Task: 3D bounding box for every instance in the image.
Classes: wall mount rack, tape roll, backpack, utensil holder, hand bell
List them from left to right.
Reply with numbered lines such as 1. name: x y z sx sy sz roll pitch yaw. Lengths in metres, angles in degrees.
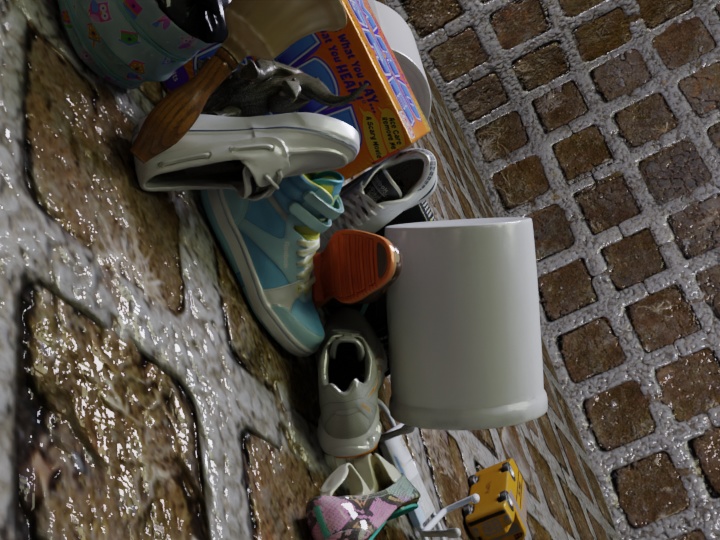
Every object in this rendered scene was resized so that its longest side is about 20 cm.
1. backpack: -0.194 -0.262 0.830 0.166 0.126 0.202 10 57 -57
2. hand bell: -0.114 -0.166 0.776 0.104 0.200 0.104 41 -6 6
3. tape roll: -0.007 -0.267 1.368 0.203 0.201 0.140 53 19 -39
4. wall mount rack: 0.071 0.227 1.063 0.201 0.074 0.174 65 16 7
5. utensil holder: 0.109 0.049 1.006 0.170 0.168 0.202 -21 109 -76

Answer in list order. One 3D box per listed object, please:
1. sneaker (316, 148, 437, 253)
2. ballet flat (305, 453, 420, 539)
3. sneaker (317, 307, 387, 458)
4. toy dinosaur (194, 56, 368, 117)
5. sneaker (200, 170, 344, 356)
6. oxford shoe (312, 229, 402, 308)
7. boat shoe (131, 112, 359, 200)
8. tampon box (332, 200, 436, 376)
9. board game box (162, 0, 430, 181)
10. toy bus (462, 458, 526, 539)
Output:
1. sneaker: -0.004 -0.068 1.039 0.077 0.199 0.081 52 2 1
2. ballet flat: 0.004 0.208 0.872 0.072 0.069 0.200 65 18 10
3. sneaker: -0.009 0.087 0.951 0.201 0.075 0.093 -95 -178 -56
4. toy dinosaur: -0.091 -0.164 0.870 0.102 0.198 0.078 -48 120 -75
5. sneaker: -0.055 -0.022 0.914 0.201 0.130 0.080 62 13 -14
6. oxford shoe: 0.000 0.000 0.965 0.200 0.072 0.072 -13 -104 63
7. boat shoe: -0.096 -0.092 0.826 0.074 0.198 0.066 114 -30 -64
8. tampon box: 0.038 0.004 1.155 0.201 0.149 0.126 64 10 -3
9. board game box: -0.064 -0.186 1.021 0.201 0.199 0.200 62 14 -6
10. toy bus: 0.195 0.332 1.356 0.079 0.065 0.200 65 13 -4
